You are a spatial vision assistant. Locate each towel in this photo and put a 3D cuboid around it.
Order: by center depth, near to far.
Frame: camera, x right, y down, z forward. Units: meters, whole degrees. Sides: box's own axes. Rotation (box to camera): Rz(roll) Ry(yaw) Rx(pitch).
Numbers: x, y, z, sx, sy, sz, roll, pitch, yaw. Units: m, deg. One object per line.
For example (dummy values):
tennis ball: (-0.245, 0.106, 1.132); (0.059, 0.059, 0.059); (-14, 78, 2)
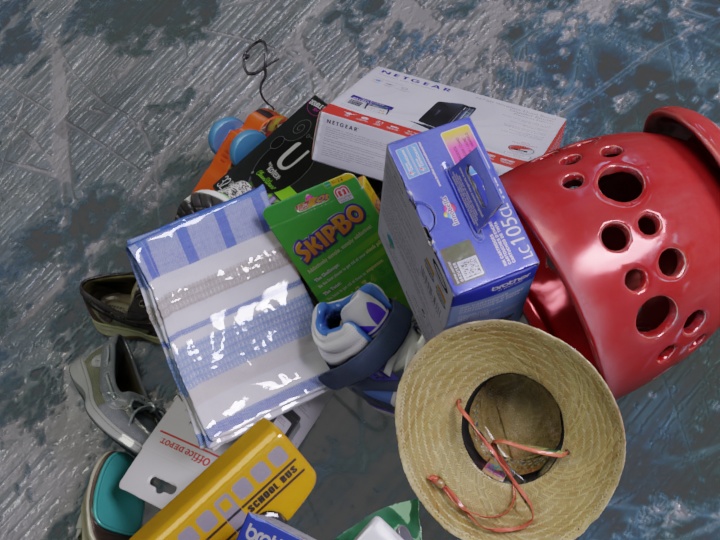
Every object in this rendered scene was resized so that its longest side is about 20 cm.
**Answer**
towel: (-0.111, 0.041, 1.257); (0.146, 0.201, 0.024); (-24, 8, -22)

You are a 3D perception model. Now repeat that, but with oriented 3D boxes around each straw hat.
straw hat: (0.126, 0.119, 1.135); (0.200, 0.202, 0.085); (-12, 12, 28)

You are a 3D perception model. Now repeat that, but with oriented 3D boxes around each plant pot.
plant pot: (0.220, -0.017, 1.133); (0.182, 0.201, 0.201); (-25, 40, -8)

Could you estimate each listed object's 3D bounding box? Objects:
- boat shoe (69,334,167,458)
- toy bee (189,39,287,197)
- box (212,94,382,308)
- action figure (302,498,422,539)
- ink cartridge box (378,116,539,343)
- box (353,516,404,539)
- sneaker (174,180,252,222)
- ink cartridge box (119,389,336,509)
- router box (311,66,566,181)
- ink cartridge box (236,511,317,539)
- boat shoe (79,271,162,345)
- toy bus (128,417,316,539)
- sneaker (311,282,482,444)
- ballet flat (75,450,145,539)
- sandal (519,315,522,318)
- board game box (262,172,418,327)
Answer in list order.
boat shoe: (-0.236, 0.131, 1.435); (0.065, 0.074, 0.202); (-45, 34, -1)
toy bee: (-0.107, -0.135, 1.576); (0.200, 0.108, 0.131); (-52, 44, 24)
box: (-0.026, -0.053, 1.406); (0.148, 0.124, 0.200); (-42, 39, -3)
action figure: (-0.042, 0.261, 1.188); (0.199, 0.055, 0.119); (-18, 47, 28)
ink cartridge box: (0.074, -0.025, 1.112); (0.076, 0.200, 0.137); (-21, 70, -8)
box: (0.018, 0.310, 0.967); (0.199, 0.131, 0.200); (43, 82, 14)
sneaker: (-0.137, -0.003, 1.356); (0.077, 0.200, 0.089); (32, 38, 14)
ink cartridge box: (-0.122, 0.151, 1.332); (0.116, 0.068, 0.200); (15, 63, 45)
router box: (0.077, -0.123, 1.320); (0.199, 0.049, 0.180); (17, 25, 11)
ink cartridge box: (-0.020, 0.272, 1.104); (0.199, 0.044, 0.094); (21, 85, 29)
boat shoe: (-0.223, 0.036, 1.515); (0.199, 0.065, 0.073); (-4, 50, 33)
toy bus: (-0.128, 0.224, 1.216); (0.200, 0.078, 0.065); (-42, 14, -11)
sneaker: (0.045, 0.076, 1.216); (0.199, 0.147, 0.081); (9, 59, 42)
ballet flat: (-0.241, 0.260, 1.329); (0.069, 0.070, 0.201); (-25, 42, 16)
sandal: (0.127, -0.032, 1.324); (0.081, 0.055, 0.201); (-8, 46, 31)
board game box: (0.000, 0.000, 1.279); (0.095, 0.200, 0.030); (-22, 33, 19)
